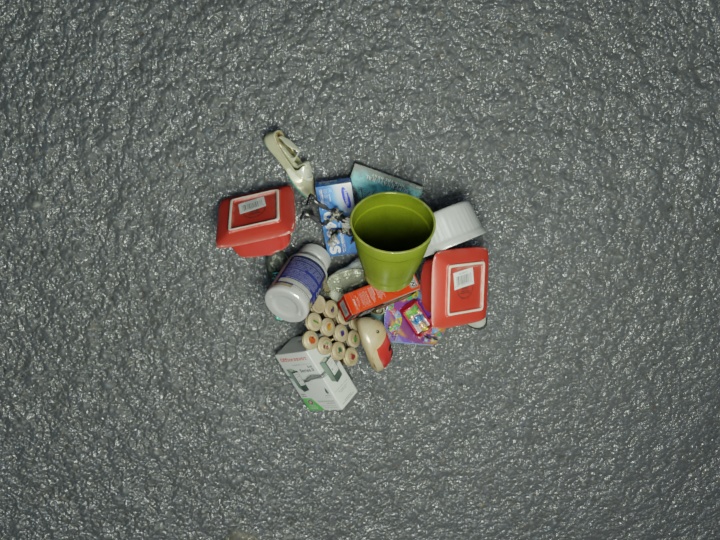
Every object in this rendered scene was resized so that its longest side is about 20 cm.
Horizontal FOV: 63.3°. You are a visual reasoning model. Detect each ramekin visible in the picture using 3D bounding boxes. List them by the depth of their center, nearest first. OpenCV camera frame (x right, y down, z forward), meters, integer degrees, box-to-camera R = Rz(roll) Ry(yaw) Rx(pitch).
[{"bbox_3d":[0.216,-0.107,1.522,0.200,0.200,0.098,-22,89,1],"label":"ramekin"}]

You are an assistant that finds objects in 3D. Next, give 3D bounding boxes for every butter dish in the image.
[{"bbox_3d":[-0.252,-0.102,1.496,0.200,0.200,0.148,-13,135,3],"label":"butter dish"},{"bbox_3d":[0.224,0.035,1.521,0.200,0.148,0.200,-6,102,-34],"label":"butter dish"}]

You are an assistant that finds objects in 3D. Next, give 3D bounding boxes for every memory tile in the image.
[{"bbox_3d":[-0.070,0.162,1.579,0.200,0.017,0.154,28,61,-37],"label":"memory tile"}]

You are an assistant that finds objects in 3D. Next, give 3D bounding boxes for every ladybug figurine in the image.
[{"bbox_3d":[0.042,0.197,1.588,0.072,0.136,0.200,-20,144,-2],"label":"ladybug figurine"}]

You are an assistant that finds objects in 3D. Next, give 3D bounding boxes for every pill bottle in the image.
[{"bbox_3d":[-0.154,0.025,1.511,0.120,0.200,0.120,14,135,14],"label":"pill bottle"}]

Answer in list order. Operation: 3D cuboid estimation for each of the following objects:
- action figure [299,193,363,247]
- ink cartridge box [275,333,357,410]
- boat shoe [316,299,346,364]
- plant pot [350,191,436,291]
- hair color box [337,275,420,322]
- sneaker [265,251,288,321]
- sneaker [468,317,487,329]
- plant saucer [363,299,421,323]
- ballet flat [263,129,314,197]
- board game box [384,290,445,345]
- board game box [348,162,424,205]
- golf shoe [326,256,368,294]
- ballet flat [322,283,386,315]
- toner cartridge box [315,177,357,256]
[{"bbox_3d":[-0.051,-0.116,1.472,0.200,0.102,0.119,22,129,-11],"label":"action figure"},{"bbox_3d":[-0.124,0.283,1.612,0.146,0.084,0.200,-15,111,44],"label":"ink cartridge box"},{"bbox_3d":[-0.088,0.185,1.630,0.075,0.075,0.203,-18,105,0],"label":"boat shoe"},{"bbox_3d":[0.074,-0.055,1.430,0.200,0.201,0.193,-4,141,-4],"label":"plant pot"},{"bbox_3d":[0.047,0.066,1.536,0.200,0.102,0.061,-21,80,-17],"label":"hair color box"},{"bbox_3d":[-0.215,0.046,1.574,0.077,0.091,0.200,-8,105,-4],"label":"sneaker"},{"bbox_3d":[0.290,0.093,1.640,0.074,0.079,0.200,-38,106,3],"label":"sneaker"},{"bbox_3d":[0.108,0.135,1.665,0.200,0.019,0.070,-17,105,-2],"label":"plant saucer"},{"bbox_3d":[-0.169,-0.277,1.502,0.069,0.069,0.200,-38,105,5],"label":"ballet flat"},{"bbox_3d":[0.166,0.134,1.628,0.200,0.039,0.158,8,97,-21],"label":"board game box"},{"bbox_3d":[0.055,-0.194,1.569,0.200,0.028,0.135,17,102,-9],"label":"board game box"},{"bbox_3d":[0.000,0.000,1.581,0.200,0.097,0.078,-16,124,-9],"label":"golf shoe"},{"bbox_3d":[-0.018,0.074,1.607,0.200,0.075,0.068,21,108,-10],"label":"ballet flat"},{"bbox_3d":[-0.056,-0.139,1.541,0.095,0.043,0.200,-8,117,3],"label":"toner cartridge box"}]
